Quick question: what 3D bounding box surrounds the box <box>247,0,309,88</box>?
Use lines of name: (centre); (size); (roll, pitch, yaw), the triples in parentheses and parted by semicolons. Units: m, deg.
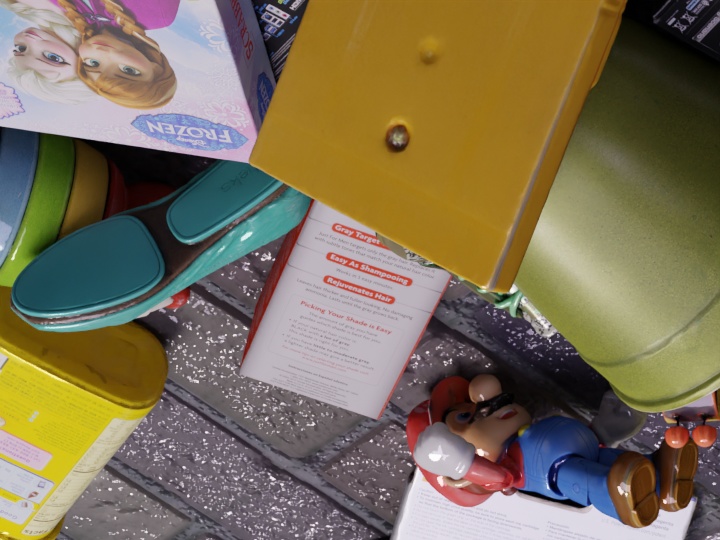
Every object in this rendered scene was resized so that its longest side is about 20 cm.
box: (-0.108, -0.171, 1.553); (0.198, 0.050, 0.200); (29, 148, -14)

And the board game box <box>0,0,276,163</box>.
board game box: (-0.157, -0.145, 1.536); (0.200, 0.041, 0.200); (9, 148, 17)

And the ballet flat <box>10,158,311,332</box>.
ballet flat: (-0.113, -0.010, 1.643); (0.200, 0.067, 0.070); (-30, 149, 3)

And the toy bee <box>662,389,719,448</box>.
toy bee: (0.212, 0.051, 1.688); (0.131, 0.109, 0.200); (-23, 126, 29)

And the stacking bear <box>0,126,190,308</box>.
stacking bear: (-0.193, -0.036, 1.697); (0.200, 0.122, 0.114); (16, 172, -20)

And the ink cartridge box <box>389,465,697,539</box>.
ink cartridge box: (0.115, 0.214, 1.902); (0.196, 0.043, 0.200); (15, 109, -2)

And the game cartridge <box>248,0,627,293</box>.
game cartridge: (0.044, -0.113, 1.428); (0.176, 0.032, 0.200); (29, 102, 33)

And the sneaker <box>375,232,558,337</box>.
sneaker: (0.091, -0.004, 1.602); (0.200, 0.089, 0.077); (18, 119, -48)

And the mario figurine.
mario figurine: (0.114, 0.105, 1.766); (0.200, 0.106, 0.123); (9, 162, 37)

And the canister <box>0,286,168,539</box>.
canister: (-0.236, 0.100, 1.859); (0.148, 0.087, 0.200); (28, 133, -15)

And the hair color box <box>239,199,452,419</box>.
hair color box: (0.000, 0.000, 1.720); (0.101, 0.061, 0.200); (19, 136, -7)

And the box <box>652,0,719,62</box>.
box: (0.280, -0.181, 1.453); (0.164, 0.086, 0.200); (28, 134, -14)

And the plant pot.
plant pot: (0.138, -0.057, 1.511); (0.193, 0.200, 0.200); (36, 132, -21)
